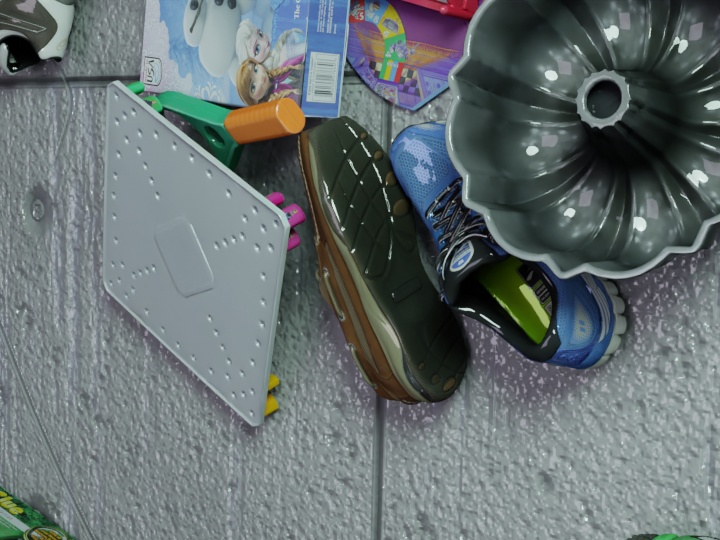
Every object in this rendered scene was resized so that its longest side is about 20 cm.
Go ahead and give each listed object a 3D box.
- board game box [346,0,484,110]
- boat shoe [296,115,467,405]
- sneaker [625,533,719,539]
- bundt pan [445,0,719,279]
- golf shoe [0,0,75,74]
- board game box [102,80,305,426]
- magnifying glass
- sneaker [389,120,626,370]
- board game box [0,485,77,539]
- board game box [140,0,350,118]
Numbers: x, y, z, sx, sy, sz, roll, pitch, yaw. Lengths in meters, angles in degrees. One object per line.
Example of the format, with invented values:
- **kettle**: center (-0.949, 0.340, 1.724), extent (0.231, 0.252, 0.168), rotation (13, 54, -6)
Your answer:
- **board game box**: center (0.042, -0.209, 0.861), extent (0.199, 0.039, 0.160), rotation (-32, 74, 34)
- **boat shoe**: center (0.000, 0.000, 0.878), extent (0.073, 0.075, 0.202), rotation (-20, 91, 46)
- **sneaker**: center (0.203, 0.254, 0.748), extent (0.084, 0.078, 0.203), rotation (-12, 85, 37)
- **bundt pan**: center (0.153, -0.091, 0.750), extent (0.199, 0.075, 0.205), rotation (-4, 82, 31)
- **golf shoe**: center (-0.324, -0.217, 1.124), extent (0.198, 0.077, 0.096), rotation (4, 96, 39)
- **board game box**: center (-0.123, -0.014, 0.972), extent (0.199, 0.026, 0.202), rotation (38, 136, 30)
- **magnifying glass**: center (-0.099, -0.100, 0.938), extent (0.080, 0.022, 0.199), rotation (52, 153, -21)
- **sneaker**: center (0.080, -0.021, 0.816), extent (0.201, 0.089, 0.079), rotation (51, 120, 26)
- **board game box**: center (-0.294, 0.244, 1.116), extent (0.198, 0.104, 0.024), rotation (23, 111, 35)
- **board game box**: center (-0.084, -0.221, 0.939), extent (0.198, 0.043, 0.203), rotation (15, 103, 47)
